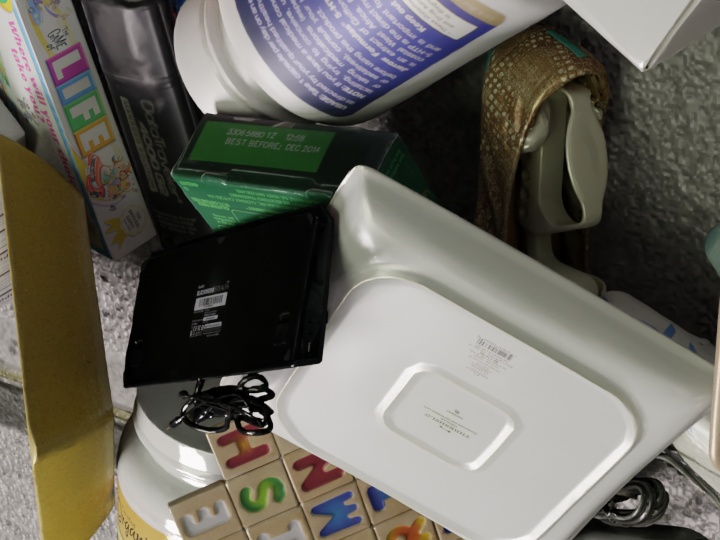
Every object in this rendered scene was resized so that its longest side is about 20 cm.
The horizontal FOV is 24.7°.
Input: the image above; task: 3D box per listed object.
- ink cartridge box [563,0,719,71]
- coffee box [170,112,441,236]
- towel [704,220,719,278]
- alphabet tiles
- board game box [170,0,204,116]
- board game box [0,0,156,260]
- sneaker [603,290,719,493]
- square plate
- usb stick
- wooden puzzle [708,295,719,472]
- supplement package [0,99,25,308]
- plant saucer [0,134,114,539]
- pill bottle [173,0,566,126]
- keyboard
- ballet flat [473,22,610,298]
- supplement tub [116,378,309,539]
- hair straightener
[{"bbox_3d":[0.095,-0.191,0.657,0.200,0.145,0.088,43,133,13],"label":"ink cartridge box"},{"bbox_3d":[0.000,0.000,0.847,0.122,0.044,0.200,9,150,34],"label":"coffee box"},{"bbox_3d":[0.263,0.004,0.695,0.200,0.048,0.172,46,131,11],"label":"towel"},{"bbox_3d":[-0.009,0.148,0.917,0.008,0.166,0.201,-122,11,-60],"label":"alphabet tiles"},{"bbox_3d":[-0.100,-0.158,0.914,0.201,0.039,0.158,52,135,6],"label":"board game box"},{"bbox_3d":[-0.199,-0.114,0.981,0.134,0.034,0.202,24,139,47],"label":"board game box"},{"bbox_3d":[0.188,0.075,0.793,0.200,0.072,0.072,44,163,29],"label":"sneaker"},{"bbox_3d":[0.044,0.062,0.789,0.199,0.029,0.199,29,139,-5],"label":"square plate"},{"bbox_3d":[-0.112,-0.083,0.937,0.055,0.033,0.201,13,138,26],"label":"usb stick"},{"bbox_3d":[0.246,0.025,0.668,0.198,0.037,0.187,13,119,28],"label":"wooden puzzle"},{"bbox_3d":[-0.283,-0.046,1.034,0.114,0.109,0.201,50,154,18],"label":"supplement package"},{"bbox_3d":[-0.176,0.053,0.967,0.201,0.048,0.202,105,156,-60],"label":"plant saucer"},{"bbox_3d":[0.002,-0.138,0.783,0.199,0.119,0.120,-26,95,44],"label":"pill bottle"},{"bbox_3d":[-0.061,0.033,0.809,0.199,0.039,0.105,-11,66,59],"label":"keyboard"},{"bbox_3d":[0.088,-0.016,0.796,0.065,0.070,0.202,25,123,52],"label":"ballet flat"},{"bbox_3d":[-0.076,0.151,0.991,0.143,0.144,0.202,25,127,28],"label":"supplement tub"},{"bbox_3d":[0.122,0.131,0.851,0.077,0.041,0.200,60,154,-6],"label":"hair straightener"}]
